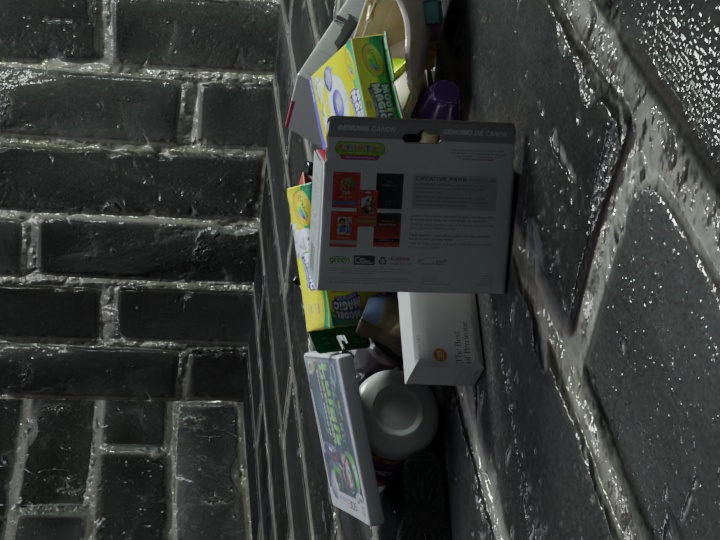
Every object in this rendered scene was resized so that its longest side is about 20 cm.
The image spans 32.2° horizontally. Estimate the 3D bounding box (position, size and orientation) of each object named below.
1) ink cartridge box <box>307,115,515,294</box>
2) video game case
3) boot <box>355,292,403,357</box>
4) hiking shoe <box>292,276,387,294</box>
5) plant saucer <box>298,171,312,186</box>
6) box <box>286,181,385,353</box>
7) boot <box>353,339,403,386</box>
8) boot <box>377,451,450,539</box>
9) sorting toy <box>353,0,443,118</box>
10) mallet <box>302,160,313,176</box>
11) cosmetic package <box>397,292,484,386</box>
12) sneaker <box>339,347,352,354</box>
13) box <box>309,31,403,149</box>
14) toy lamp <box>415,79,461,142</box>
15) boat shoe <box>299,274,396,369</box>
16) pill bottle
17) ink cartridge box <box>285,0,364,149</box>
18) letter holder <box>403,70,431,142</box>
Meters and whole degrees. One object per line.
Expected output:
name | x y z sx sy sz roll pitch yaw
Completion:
ink cartridge box | 0.051 -0.072 1.275 0.084 0.197 0.178 -122 35 -73
video game case | -0.023 0.200 1.529 0.182 0.023 0.203 171 88 -74
boot | 0.048 0.041 1.490 0.200 0.096 0.075 -83 14 -68
hiking shoe | 0.000 0.000 1.599 0.199 0.086 0.075 -37 31 39
plant saucer | -0.026 -0.029 1.763 0.037 0.200 0.200 -38 20 11
box | -0.025 -0.004 1.513 0.048 0.117 0.203 -10 86 37
boot | 0.007 0.137 1.652 0.132 0.070 0.200 -48 -5 2
boot | 0.056 0.332 1.553 0.200 0.065 0.167 119 160 -62
sorting toy | 0.050 -0.264 1.526 0.201 0.105 0.182 115 160 -59
mallet | 0.015 -0.101 1.518 0.041 0.198 0.066 -55 28 26
cosmetic package | 0.085 0.028 1.402 0.051 0.081 0.202 108 160 -59
sneaker | 0.001 0.078 1.888 0.200 0.072 0.113 -121 32 -74
box | -0.003 -0.206 1.510 0.200 0.048 0.119 158 101 -67
toy lamp | 0.083 -0.160 1.523 0.201 0.057 0.059 111 158 -61
boat shoe | -0.023 0.076 1.806 0.202 0.074 0.086 48 152 7
pill bottle | 0.028 0.210 1.603 0.200 0.111 0.114 112 157 -63
ink cartridge box | -0.020 -0.297 1.804 0.201 0.083 0.146 -60 -3 -27
letter holder | 0.029 -0.209 1.716 0.201 0.099 0.144 110 161 -60
